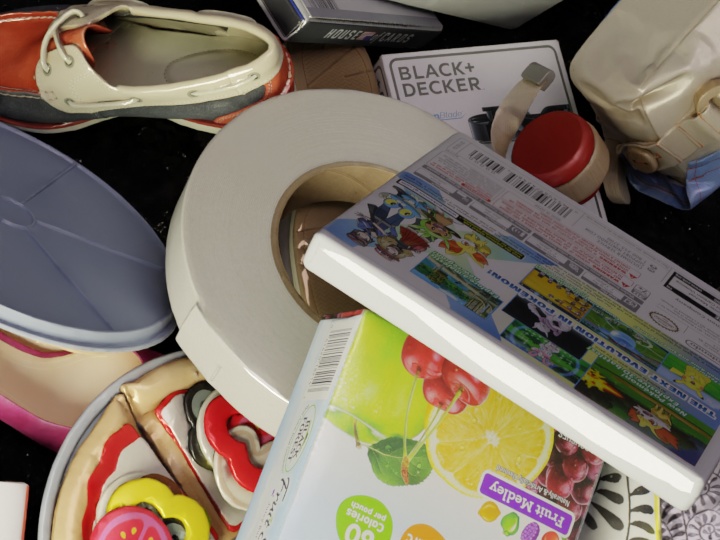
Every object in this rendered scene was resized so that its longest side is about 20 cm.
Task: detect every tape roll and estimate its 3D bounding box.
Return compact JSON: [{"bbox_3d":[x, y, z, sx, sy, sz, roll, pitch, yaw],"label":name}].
[{"bbox_3d":[0.000,0.000,0.961,0.201,0.037,0.204,11,57,-17],"label":"tape roll"}]

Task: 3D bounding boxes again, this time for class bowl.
[{"bbox_3d":[0.133,0.127,0.990,0.093,0.201,0.203,-5,66,22],"label":"bowl"}]

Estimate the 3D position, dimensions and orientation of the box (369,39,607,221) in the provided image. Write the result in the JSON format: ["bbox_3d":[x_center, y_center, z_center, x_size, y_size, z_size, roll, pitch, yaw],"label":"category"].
[{"bbox_3d":[0.074,-0.024,1.070,0.116,0.060,0.202,-6,72,-20],"label":"box"}]

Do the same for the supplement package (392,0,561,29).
[{"bbox_3d":[0.073,-0.269,1.085,0.150,0.151,0.202,4,64,-51],"label":"supplement package"}]

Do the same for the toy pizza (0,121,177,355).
[{"bbox_3d":[-0.181,-0.018,0.953,0.199,0.032,0.201,28,22,-12],"label":"toy pizza"}]

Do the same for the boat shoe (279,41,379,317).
[{"bbox_3d":[-0.020,-0.037,1.044,0.071,0.065,0.202,3,66,-27],"label":"boat shoe"}]

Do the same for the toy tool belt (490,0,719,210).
[{"bbox_3d":[0.175,-0.090,1.036,0.200,0.123,0.125,-50,45,-9],"label":"toy tool belt"}]

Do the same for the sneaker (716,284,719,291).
[{"bbox_3d":[0.294,0.005,1.119,0.200,0.075,0.106,-37,86,-25],"label":"sneaker"}]

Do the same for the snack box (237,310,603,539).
[{"bbox_3d":[0.016,0.139,0.855,0.141,0.053,0.202,27,74,-19],"label":"snack box"}]

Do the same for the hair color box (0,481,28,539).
[{"bbox_3d":[-0.217,0.198,0.895,0.101,0.061,0.202,9,69,-14],"label":"hair color box"}]

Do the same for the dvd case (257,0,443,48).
[{"bbox_3d":[-0.046,-0.212,1.073,0.150,0.025,0.201,-8,63,-58],"label":"dvd case"}]

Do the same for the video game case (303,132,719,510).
[{"bbox_3d":[0.093,0.015,0.891,0.199,0.022,0.182,33,28,11],"label":"video game case"}]

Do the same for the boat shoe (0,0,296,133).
[{"bbox_3d":[-0.132,-0.112,1.010,0.198,0.063,0.072,7,72,10],"label":"boat shoe"}]

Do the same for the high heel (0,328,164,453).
[{"bbox_3d":[-0.155,0.044,0.953,0.198,0.096,0.068,19,65,-10],"label":"high heel"}]

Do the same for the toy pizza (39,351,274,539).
[{"bbox_3d":[-0.063,0.137,0.949,0.199,0.032,0.202,9,74,-30],"label":"toy pizza"}]
